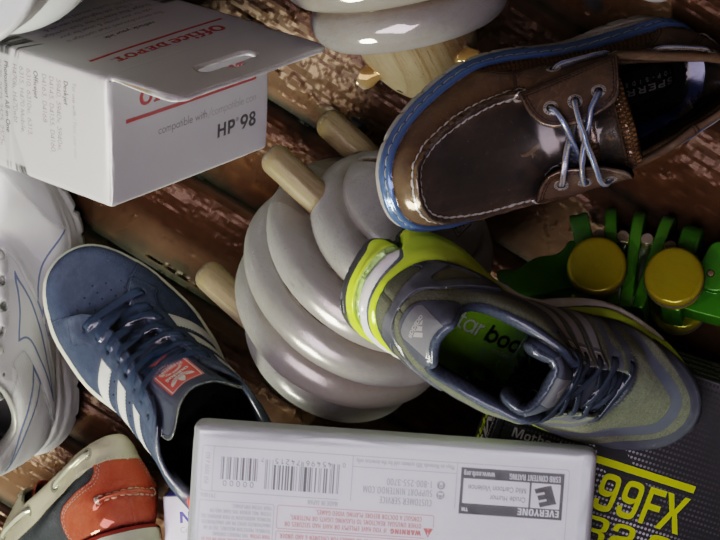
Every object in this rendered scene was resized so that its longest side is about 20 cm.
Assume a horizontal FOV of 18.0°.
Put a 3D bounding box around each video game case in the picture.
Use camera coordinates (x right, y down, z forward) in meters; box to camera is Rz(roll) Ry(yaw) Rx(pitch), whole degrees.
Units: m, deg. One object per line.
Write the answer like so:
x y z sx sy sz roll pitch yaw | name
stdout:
0.011 0.171 1.121 0.198 0.023 0.184 4 95 0 | video game case

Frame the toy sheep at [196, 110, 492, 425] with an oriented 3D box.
0.000 0.000 1.149 0.137 0.138 0.200 32 135 0 | toy sheep

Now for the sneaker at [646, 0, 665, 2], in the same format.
0.136 -0.222 1.043 0.075 0.088 0.202 -6 110 20 | sneaker

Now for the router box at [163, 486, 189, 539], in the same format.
-0.004 0.204 1.234 0.198 0.049 0.181 -2 93 0 | router box

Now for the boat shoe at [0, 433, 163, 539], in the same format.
-0.169 0.146 1.281 0.200 0.071 0.063 -34 69 56 | boat shoe

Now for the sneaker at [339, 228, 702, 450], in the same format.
0.085 0.049 1.071 0.199 0.081 0.074 19 107 -28 | sneaker

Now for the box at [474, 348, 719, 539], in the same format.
0.151 0.123 1.173 0.198 0.044 0.161 18 105 -8 | box

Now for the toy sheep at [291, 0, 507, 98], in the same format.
0.015 -0.175 1.072 0.137 0.138 0.202 -9 110 19 | toy sheep

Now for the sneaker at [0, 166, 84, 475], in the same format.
-0.196 0.024 1.245 0.074 0.087 0.202 3 113 16 | sneaker

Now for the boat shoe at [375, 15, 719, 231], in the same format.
0.098 -0.072 1.059 0.072 0.199 0.073 17 129 53 | boat shoe

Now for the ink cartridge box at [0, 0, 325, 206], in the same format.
-0.126 -0.091 1.119 0.199 0.115 0.067 20 119 34 | ink cartridge box

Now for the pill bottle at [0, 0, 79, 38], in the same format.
-0.159 -0.179 1.072 0.113 0.200 0.115 6 114 13 | pill bottle

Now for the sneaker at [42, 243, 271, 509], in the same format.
-0.098 0.056 1.184 0.075 0.085 0.200 -38 73 -12 | sneaker

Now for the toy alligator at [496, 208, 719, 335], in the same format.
0.170 0.001 1.154 0.198 0.059 0.055 8 75 12 | toy alligator
